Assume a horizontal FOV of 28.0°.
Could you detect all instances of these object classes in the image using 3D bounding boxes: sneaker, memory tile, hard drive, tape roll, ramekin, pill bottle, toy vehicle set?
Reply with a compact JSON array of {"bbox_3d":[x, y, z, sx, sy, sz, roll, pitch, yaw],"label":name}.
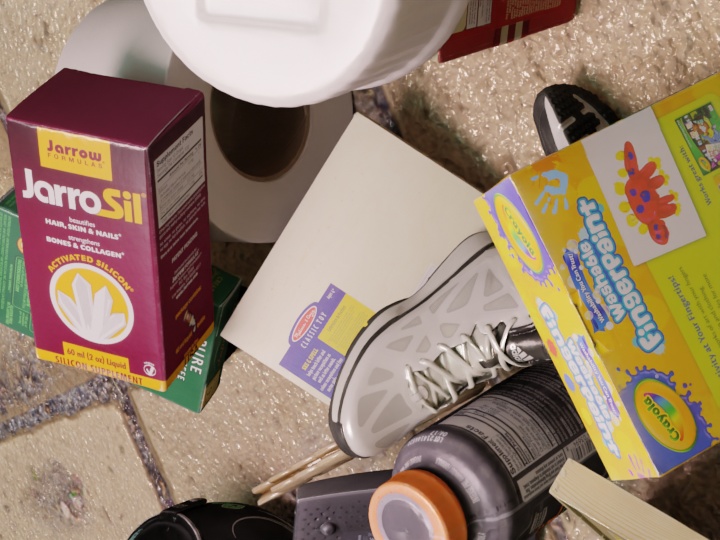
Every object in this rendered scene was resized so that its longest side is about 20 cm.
[{"bbox_3d":[0.069,0.054,0.985,0.115,0.201,0.076,14,147,55],"label":"sneaker"},{"bbox_3d":[0.003,0.134,1.126,0.017,0.152,0.200,64,152,7],"label":"memory tile"},{"bbox_3d":[0.040,0.216,1.143,0.042,0.198,0.136,-114,26,-59],"label":"hard drive"},{"bbox_3d":[-0.121,-0.123,1.128,0.138,0.202,0.205,2,109,42],"label":"tape roll"},{"bbox_3d":[-0.038,-0.193,0.841,0.199,0.098,0.202,11,116,24],"label":"ramekin"},{"bbox_3d":[0.163,-0.031,0.991,0.080,0.073,0.201,-28,87,48],"label":"sneaker"},{"bbox_3d":[0.094,0.146,1.038,0.106,0.199,0.107,19,119,37],"label":"pill bottle"},{"bbox_3d":[0.209,0.191,0.975,0.124,0.200,0.027,29,82,30],"label":"toy vehicle set"}]

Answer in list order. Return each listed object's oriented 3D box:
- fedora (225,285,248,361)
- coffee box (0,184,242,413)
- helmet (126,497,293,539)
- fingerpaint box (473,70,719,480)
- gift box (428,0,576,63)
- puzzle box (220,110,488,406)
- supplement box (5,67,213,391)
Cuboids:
[{"bbox_3d":[-0.160,0.036,1.238,0.200,0.200,0.092,23,87,35],"label":"fedora"},{"bbox_3d":[-0.196,0.022,1.140,0.199,0.044,0.124,22,129,10],"label":"coffee box"},{"bbox_3d":[-0.120,0.316,1.319,0.199,0.190,0.202,-22,57,38],"label":"helmet"},{"bbox_3d":[0.192,0.004,0.905,0.201,0.166,0.073,63,163,2],"label":"fingerpaint box"},{"bbox_3d":[0.025,-0.251,0.945,0.186,0.199,0.186,23,117,36],"label":"gift box"},{"bbox_3d":[0.000,0.000,1.080,0.132,0.025,0.201,33,99,-2],"label":"puzzle box"},{"bbox_3d":[-0.171,-0.028,1.011,0.109,0.086,0.201,12,125,17],"label":"supplement box"}]
